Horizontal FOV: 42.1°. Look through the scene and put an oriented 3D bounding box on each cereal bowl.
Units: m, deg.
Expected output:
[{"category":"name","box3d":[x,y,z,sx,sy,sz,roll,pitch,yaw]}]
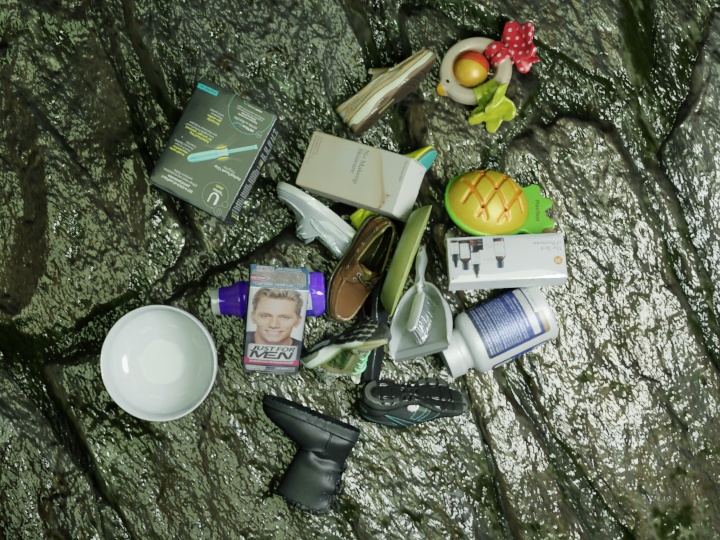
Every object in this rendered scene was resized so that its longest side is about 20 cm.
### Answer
[{"category":"cereal bowl","box3d":[-0.345,0.159,1.629,0.198,0.083,0.202,0,88,-1]}]

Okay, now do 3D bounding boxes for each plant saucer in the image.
[{"category":"plant saucer","box3d":[0.073,-0.021,1.589,0.031,0.200,0.201,20,88,4]}]

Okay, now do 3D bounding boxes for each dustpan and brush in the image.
[{"category":"dustpan and brush","box3d":[0.107,0.050,1.645,0.057,0.139,0.201,36,52,-31]}]

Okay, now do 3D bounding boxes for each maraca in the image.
[{"category":"maraca","box3d":[0.243,-0.113,1.641,0.198,0.107,0.138,8,63,-8]}]

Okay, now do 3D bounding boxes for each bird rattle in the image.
[{"category":"bird rattle","box3d":[0.221,-0.358,1.657,0.162,0.113,0.201,17,85,15]}]

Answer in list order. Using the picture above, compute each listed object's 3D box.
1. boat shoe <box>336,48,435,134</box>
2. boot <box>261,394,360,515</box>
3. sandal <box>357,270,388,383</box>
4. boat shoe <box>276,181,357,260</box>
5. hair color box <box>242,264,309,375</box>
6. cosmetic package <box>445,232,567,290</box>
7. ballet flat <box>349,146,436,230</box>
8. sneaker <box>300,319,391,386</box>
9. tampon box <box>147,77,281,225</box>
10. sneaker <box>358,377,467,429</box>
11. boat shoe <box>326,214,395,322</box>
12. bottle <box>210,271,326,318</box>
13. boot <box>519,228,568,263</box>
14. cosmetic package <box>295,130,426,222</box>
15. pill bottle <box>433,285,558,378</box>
[{"category":"boat shoe","box3d":[0.042,-0.335,1.666,0.200,0.072,0.076,-41,78,-2]},{"category":"boot","box3d":[-0.106,0.324,1.639,0.197,0.073,0.163,23,91,-1]},{"category":"sandal","box3d":[0.017,0.098,1.649,0.048,0.075,0.202,7,88,17]},{"category":"boat shoe","box3d":[-0.077,-0.076,1.650,0.200,0.070,0.072,38,84,-3]},{"category":"hair color box","box3d":[-0.146,0.086,1.587,0.099,0.061,0.201,4,130,-8]},{"category":"cosmetic package","box3d":[0.247,-0.015,1.595,0.198,0.051,0.083,-3,74,2]},{"category":"ballet flat","box3d":[0.052,-0.152,1.663,0.067,0.067,0.200,36,89,21]},{"category":"sneaker","box3d":[-0.011,0.148,1.611,0.089,0.199,0.077,57,43,-12]},{"category":"tampon box","box3d":[-0.248,-0.202,1.621,0.149,0.126,0.201,28,88,0]},{"category":"sneaker","box3d":[0.090,0.236,1.652,0.198,0.076,0.080,7,131,-15]},{"category":"boat shoe","box3d":[0.000,0.000,1.606,0.072,0.068,0.201,18,96,-26]},{"category":"bottle","box3d":[-0.160,0.047,1.638,0.198,0.084,0.066,-5,54,-1]},{"category":"boot","box3d":[0.263,-0.031,1.670,0.198,0.074,0.076,-7,65,-2]},{"category":"cosmetic package","box3d":[0.000,-0.163,1.615,0.199,0.073,0.104,18,88,26]},{"category":"pill bottle","box3d":[0.233,0.108,1.632,0.199,0.111,0.112,-25,89,-2]}]
